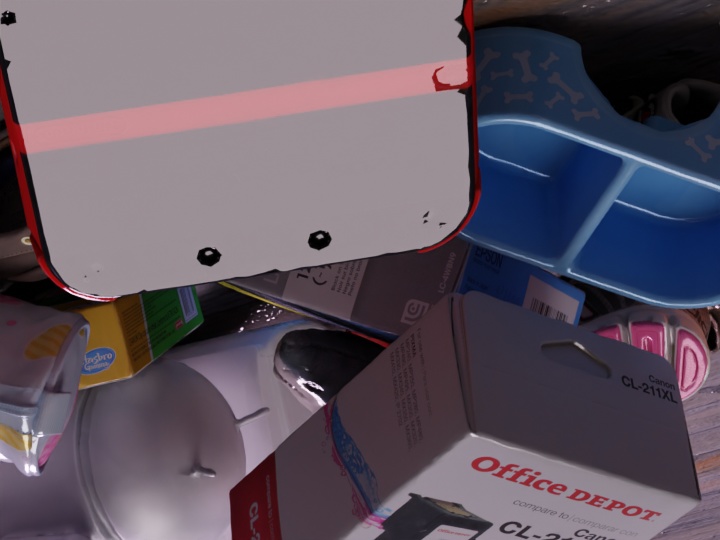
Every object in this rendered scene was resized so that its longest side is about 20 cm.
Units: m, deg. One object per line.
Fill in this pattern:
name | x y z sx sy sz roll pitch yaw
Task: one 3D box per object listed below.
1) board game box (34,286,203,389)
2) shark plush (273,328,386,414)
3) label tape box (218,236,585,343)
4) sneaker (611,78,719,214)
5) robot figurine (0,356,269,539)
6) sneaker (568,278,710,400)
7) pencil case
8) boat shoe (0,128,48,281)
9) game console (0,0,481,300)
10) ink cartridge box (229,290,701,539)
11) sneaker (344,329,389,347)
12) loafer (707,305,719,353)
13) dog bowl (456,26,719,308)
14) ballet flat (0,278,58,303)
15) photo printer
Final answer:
board game box | -0.199 0.045 1.169 0.199 0.041 0.153 -13 -173 11
shark plush | 0.047 0.081 1.141 0.199 0.091 0.083 23 147 0
label tape box | 0.000 0.000 1.162 0.199 0.066 0.143 19 177 32
sneaker | 0.143 -0.060 1.099 0.199 0.074 0.089 -7 139 21
robot figurine | -0.146 0.112 1.188 0.199 0.170 0.113 -15 121 29
sneaker | 0.112 0.045 1.234 0.199 0.074 0.087 -12 -160 30
pencil case | -0.230 0.032 1.040 0.199 0.083 0.091 18 173 0
boat shoe | -0.133 -0.045 0.994 0.059 0.072 0.200 7 158 -40
game console | -0.049 -0.072 0.909 0.199 0.031 0.177 -9 126 -5
ink cartridge box | 0.048 0.111 1.082 0.145 0.083 0.200 18 137 -29
sneaker | 0.000 0.039 1.321 0.200 0.079 0.115 -34 143 27
loafer | 0.203 -0.008 1.275 0.071 0.073 0.200 -7 152 7
dog bowl | 0.113 -0.043 1.029 0.199 0.050 0.112 18 138 -11
ballet flat | -0.104 -0.020 1.095 0.199 0.057 0.066 -15 159 15
photo printer | -0.070 0.121 1.318 0.069 0.167 0.200 -12 180 -32
